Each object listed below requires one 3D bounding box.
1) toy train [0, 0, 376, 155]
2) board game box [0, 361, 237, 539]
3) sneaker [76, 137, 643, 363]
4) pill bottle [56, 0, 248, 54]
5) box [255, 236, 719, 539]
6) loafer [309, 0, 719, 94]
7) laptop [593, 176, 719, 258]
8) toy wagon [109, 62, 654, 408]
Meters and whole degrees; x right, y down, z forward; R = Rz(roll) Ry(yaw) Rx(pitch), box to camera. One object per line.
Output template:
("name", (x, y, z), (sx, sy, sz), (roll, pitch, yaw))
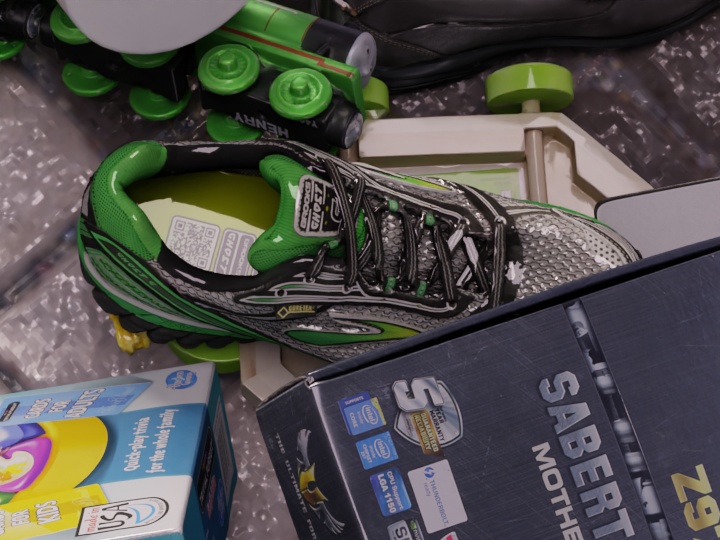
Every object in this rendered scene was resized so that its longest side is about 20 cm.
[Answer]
("toy train", (-0.082, -0.090, 1.015), (0.199, 0.042, 0.057), (20, 57, 19))
("board game box", (-0.145, 0.089, 0.914), (0.198, 0.151, 0.047), (-9, 107, 3))
("sneaker", (0.000, 0.000, 0.947), (0.198, 0.085, 0.079), (6, 75, 1))
("pill bottle", (-0.108, -0.167, 0.985), (0.111, 0.111, 0.200), (-30, 51, -9))
("box", (0.076, 0.106, 0.837), (0.157, 0.051, 0.201), (-16, 83, -25))
("loafer", (0.079, -0.120, 1.029), (0.199, 0.072, 0.073), (-22, 75, -7))
("laptop", (0.151, 0.053, 0.884), (0.199, 0.116, 0.189), (-10, 84, 31))
("toy wagon", (0.010, 0.007, 1.010), (0.198, 0.040, 0.156), (-3, 74, -1))
